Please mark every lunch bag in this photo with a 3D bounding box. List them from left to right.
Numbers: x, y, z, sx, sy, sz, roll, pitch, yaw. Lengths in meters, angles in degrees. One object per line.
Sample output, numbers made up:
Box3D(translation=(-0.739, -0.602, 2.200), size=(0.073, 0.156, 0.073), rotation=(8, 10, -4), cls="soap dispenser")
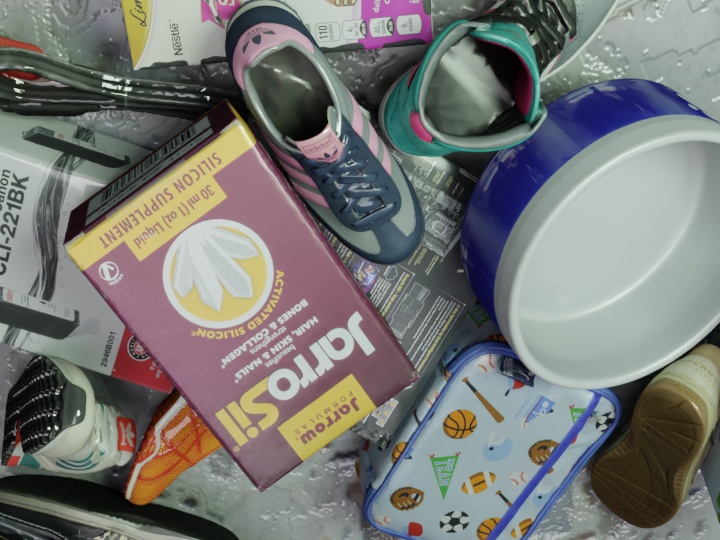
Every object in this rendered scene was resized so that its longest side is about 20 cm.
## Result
Box3D(translation=(0.100, 0.127, 0.912), size=(0.159, 0.076, 0.201), rotation=(25, 115, -20), cls="lunch bag")

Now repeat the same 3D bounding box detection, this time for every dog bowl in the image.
Box3D(translation=(0.169, -0.022, 0.801), size=(0.198, 0.079, 0.201), rotation=(-14, 130, -18), cls="dog bowl")

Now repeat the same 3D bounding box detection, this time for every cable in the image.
Box3D(translation=(-0.172, -0.131, 0.797), size=(0.198, 0.097, 0.051), rotation=(0, 79, -5), cls="cable")

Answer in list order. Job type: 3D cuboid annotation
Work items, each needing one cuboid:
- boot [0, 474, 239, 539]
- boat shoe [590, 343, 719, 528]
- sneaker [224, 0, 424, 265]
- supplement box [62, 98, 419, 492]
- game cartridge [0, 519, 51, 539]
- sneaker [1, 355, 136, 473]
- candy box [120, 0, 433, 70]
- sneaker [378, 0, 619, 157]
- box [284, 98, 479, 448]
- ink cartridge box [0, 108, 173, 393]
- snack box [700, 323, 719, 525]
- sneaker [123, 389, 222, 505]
Box3D(translation=(-0.210, 0.256, 0.954), size=(0.202, 0.073, 0.155), rotation=(16, 95, -3), cls="boot")
Box3D(translation=(0.230, 0.129, 0.900), size=(0.071, 0.065, 0.201), rotation=(36, 148, 16), cls="boat shoe")
Box3D(translation=(-0.021, -0.073, 0.754), size=(0.070, 0.082, 0.200), rotation=(-34, 113, 8), cls="sneaker")
Box3D(translation=(-0.075, 0.014, 0.757), size=(0.130, 0.103, 0.201), rotation=(-36, 109, 0), cls="supplement box")
Box3D(translation=(-0.284, 0.287, 1.020), size=(0.199, 0.041, 0.134), rotation=(26, 109, -11), cls="game cartridge")
Box3D(translation=(-0.202, 0.109, 0.873), size=(0.093, 0.071, 0.200), rotation=(8, 162, -24), cls="sneaker")
Box3D(translation=(-0.056, -0.209, 0.767), size=(0.198, 0.061, 0.138), rotation=(-5, 116, 4), cls="candy box")
Box3D(translation=(0.099, -0.142, 0.747), size=(0.200, 0.121, 0.084), rotation=(-41, 103, 2), cls="sneaker")
Box3D(translation=(0.000, 0.000, 0.846), size=(0.159, 0.044, 0.201), rotation=(30, 96, -13), cls="box")
Box3D(translation=(-0.204, -0.019, 0.846), size=(0.198, 0.084, 0.145), rotation=(18, 114, -7), cls="ink cartridge box")
Box3D(translation=(0.295, 0.079, 0.838), size=(0.067, 0.169, 0.202), rotation=(7, 117, -1), cls="snack box")
Box3D(translation=(-0.114, 0.113, 0.913), size=(0.077, 0.073, 0.200), rotation=(35, 111, -11), cls="sneaker")
